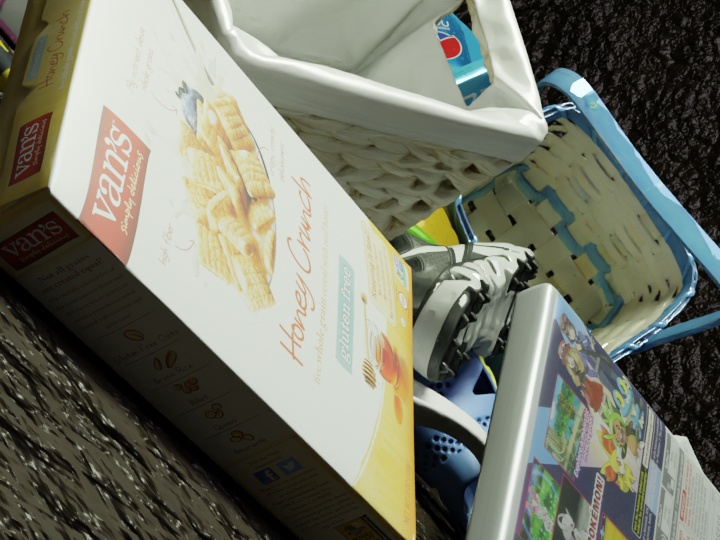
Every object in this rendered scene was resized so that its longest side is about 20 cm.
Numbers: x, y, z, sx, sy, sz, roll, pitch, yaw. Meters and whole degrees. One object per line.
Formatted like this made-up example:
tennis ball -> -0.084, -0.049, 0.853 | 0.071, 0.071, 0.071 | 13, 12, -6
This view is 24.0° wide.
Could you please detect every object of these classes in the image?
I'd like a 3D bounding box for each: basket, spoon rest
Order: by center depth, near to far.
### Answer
basket -> -0.031, -0.103, 0.802 | 0.199, 0.123, 0.137 | 11, 55, -41
spoon rest -> 0.010, 0.066, 0.824 | 0.200, 0.060, 0.099 | 51, 3, -7
basket -> 0.138, -0.019, 1.057 | 0.177, 0.139, 0.200 | 52, -29, 4

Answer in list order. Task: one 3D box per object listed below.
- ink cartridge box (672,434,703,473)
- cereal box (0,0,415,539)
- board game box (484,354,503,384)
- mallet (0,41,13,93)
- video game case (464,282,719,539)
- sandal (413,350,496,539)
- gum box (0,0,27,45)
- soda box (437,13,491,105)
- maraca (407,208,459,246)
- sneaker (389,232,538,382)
ink cartridge box -> 0.138, 0.138, 1.046 | 0.199, 0.039, 0.100 | 5, -50, 53
cereal box -> -0.047, -0.006, 0.592 | 0.200, 0.039, 0.145 | 48, 29, -36
board game box -> 0.124, 0.117, 1.129 | 0.200, 0.039, 0.158 | 43, -31, 6
mallet -> -0.135, -0.072, 0.654 | 0.200, 0.041, 0.066 | 46, 5, 15
video game case -> 0.106, 0.136, 0.719 | 0.182, 0.023, 0.201 | 48, 39, -29
sandal -> 0.062, 0.105, 0.974 | 0.200, 0.079, 0.087 | 48, 7, -10
gum box -> -0.107, -0.090, 0.906 | 0.200, 0.066, 0.114 | 50, 4, -5
soda box -> 0.025, -0.072, 1.109 | 0.064, 0.067, 0.201 | 46, -38, 24
maraca -> 0.000, 0.000, 1.055 | 0.136, 0.108, 0.200 | 28, -20, 8
sneaker -> 0.039, 0.008, 0.923 | 0.090, 0.067, 0.200 | 24, 13, 15
